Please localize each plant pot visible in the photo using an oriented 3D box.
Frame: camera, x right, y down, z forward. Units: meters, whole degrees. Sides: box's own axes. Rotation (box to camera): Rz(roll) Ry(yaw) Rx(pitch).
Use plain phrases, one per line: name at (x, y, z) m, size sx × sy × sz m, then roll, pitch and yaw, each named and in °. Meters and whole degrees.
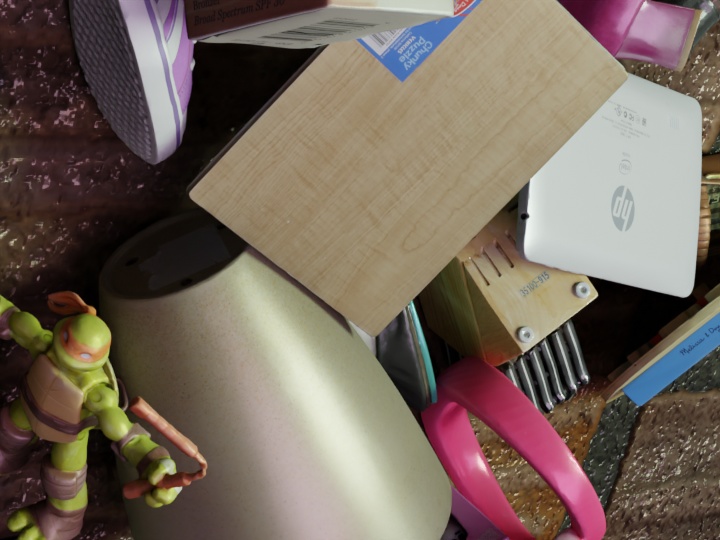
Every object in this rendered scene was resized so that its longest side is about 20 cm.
plant pot at (-0.065, 0.072, 1.120) m, size 0.187 × 0.187 × 0.201 m, roll -32°, pitch 120°, yaw -21°

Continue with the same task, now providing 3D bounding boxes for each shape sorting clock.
shape sorting clock at (0.246, 0.026, 1.388) m, size 0.200 × 0.039 × 0.200 m, roll -38°, pitch 174°, yaw -5°

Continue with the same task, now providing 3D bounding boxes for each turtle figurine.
turtle figurine at (-0.165, 0.063, 1.054) m, size 0.064 × 0.200 × 0.162 m, roll -45°, pitch 170°, yaw -44°

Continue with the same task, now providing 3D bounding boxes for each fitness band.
fitness band at (0.092, 0.126, 1.277) m, size 0.037 × 0.144 × 0.200 m, roll -36°, pitch 171°, yaw -13°

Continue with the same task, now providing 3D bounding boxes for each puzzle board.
puzzle board at (0.026, -0.074, 1.046) m, size 0.200 × 0.017 × 0.151 m, roll -46°, pitch 126°, yaw 8°

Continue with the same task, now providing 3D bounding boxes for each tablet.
tablet at (0.156, -0.059, 1.226) m, size 0.199 × 0.014 × 0.131 m, roll 11°, pitch 80°, yaw -50°

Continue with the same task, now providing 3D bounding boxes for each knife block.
knife block at (0.072, 0.008, 1.277) m, size 0.064 × 0.176 × 0.201 m, roll -35°, pitch 90°, yaw -18°

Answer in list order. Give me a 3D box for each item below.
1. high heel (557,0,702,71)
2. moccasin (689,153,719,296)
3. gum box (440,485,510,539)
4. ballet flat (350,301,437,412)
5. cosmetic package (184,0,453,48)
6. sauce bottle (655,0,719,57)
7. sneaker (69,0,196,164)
high heel at (0.172, -0.224, 1.213) m, size 0.095 × 0.067 × 0.201 m, roll 14°, pitch 100°, yaw -2°
moccasin at (0.211, -0.030, 1.345) m, size 0.200 × 0.078 × 0.074 m, roll -8°, pitch 118°, yaw -37°
gum box at (0.070, 0.214, 1.363) m, size 0.066 × 0.113 × 0.200 m, roll -41°, pitch 137°, yaw -10°
ballet flat at (0.000, 0.000, 1.197) m, size 0.068 × 0.068 × 0.201 m, roll -13°, pitch 118°, yaw -7°
cosmetic package at (-0.026, -0.210, 0.932) m, size 0.087 × 0.103 × 0.202 m, roll -2°, pitch 86°, yaw -45°
sauce bottle at (0.250, -0.213, 1.266) m, size 0.200 × 0.066 × 0.066 m, roll -51°, pitch 138°, yaw -4°
sneaker at (-0.088, -0.154, 1.009) m, size 0.114 × 0.073 × 0.201 m, roll -28°, pitch 133°, yaw -28°
